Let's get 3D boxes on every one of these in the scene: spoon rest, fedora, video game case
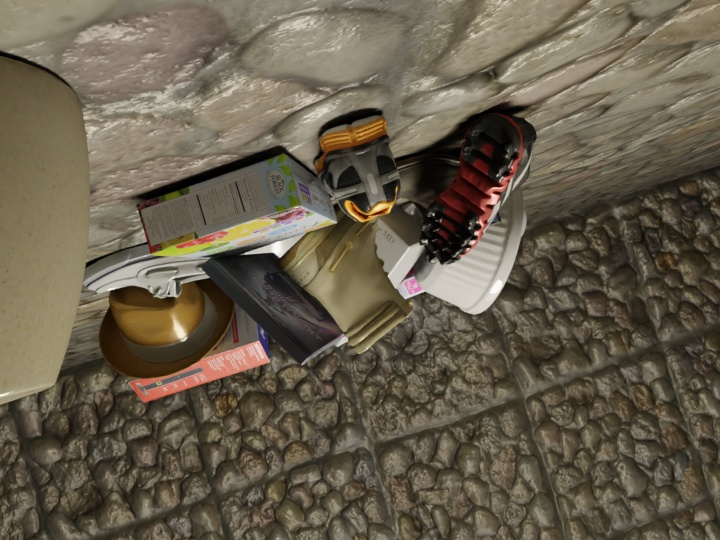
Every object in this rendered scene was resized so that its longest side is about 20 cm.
[{"bbox_3d":[-0.115,-0.035,0.915,0.099,0.061,0.200,-17,177,-17],"label":"spoon rest"},{"bbox_3d":[-0.264,0.046,0.896,0.200,0.201,0.082,-18,135,0],"label":"fedora"},{"bbox_3d":[-0.085,0.035,0.777,0.019,0.143,0.200,-48,174,9],"label":"video game case"}]

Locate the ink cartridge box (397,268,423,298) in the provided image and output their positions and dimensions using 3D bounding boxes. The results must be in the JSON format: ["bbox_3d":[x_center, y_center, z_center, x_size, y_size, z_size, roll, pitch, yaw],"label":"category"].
[{"bbox_3d":[0.026,0.026,1.165,0.199,0.042,0.119,-25,-159,13],"label":"ink cartridge box"}]

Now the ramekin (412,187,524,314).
[{"bbox_3d":[0.143,-0.048,0.966,0.094,0.203,0.202,15,170,-10],"label":"ramekin"}]

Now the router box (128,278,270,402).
[{"bbox_3d":[-0.228,0.066,0.960,0.179,0.200,0.049,-17,135,1],"label":"router box"}]

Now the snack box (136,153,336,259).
[{"bbox_3d":[-0.110,-0.055,0.682,0.142,0.053,0.200,-16,178,6],"label":"snack box"}]

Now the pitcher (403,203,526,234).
[{"bbox_3d":[0.182,-0.095,1.125,0.199,0.122,0.172,-4,155,-25],"label":"pitcher"}]

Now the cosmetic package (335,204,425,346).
[{"bbox_3d":[0.000,0.000,0.971,0.071,0.101,0.200,-21,150,-55],"label":"cosmetic package"}]

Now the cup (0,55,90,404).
[{"bbox_3d":[-0.221,0.003,0.334,0.199,0.144,0.200,-17,176,-1],"label":"cup"}]

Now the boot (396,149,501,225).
[{"bbox_3d":[0.090,-0.087,0.820,0.199,0.097,0.075,-16,176,-30],"label":"boot"}]

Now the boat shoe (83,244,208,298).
[{"bbox_3d":[-0.235,0.001,0.825,0.199,0.067,0.074,-18,176,4],"label":"boat shoe"}]

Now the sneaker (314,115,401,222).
[{"bbox_3d":[0.001,-0.081,0.645,0.078,0.078,0.200,-19,178,3],"label":"sneaker"}]

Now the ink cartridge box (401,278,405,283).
[{"bbox_3d":[-0.047,0.038,1.116,0.200,0.176,0.045,-37,140,-9],"label":"ink cartridge box"}]

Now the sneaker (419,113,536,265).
[{"bbox_3d":[0.133,-0.089,0.761,0.098,0.071,0.201,-29,152,-45],"label":"sneaker"}]

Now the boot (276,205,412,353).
[{"bbox_3d":[0.013,-0.010,0.837,0.200,0.156,0.073,-44,-176,-39],"label":"boot"}]
